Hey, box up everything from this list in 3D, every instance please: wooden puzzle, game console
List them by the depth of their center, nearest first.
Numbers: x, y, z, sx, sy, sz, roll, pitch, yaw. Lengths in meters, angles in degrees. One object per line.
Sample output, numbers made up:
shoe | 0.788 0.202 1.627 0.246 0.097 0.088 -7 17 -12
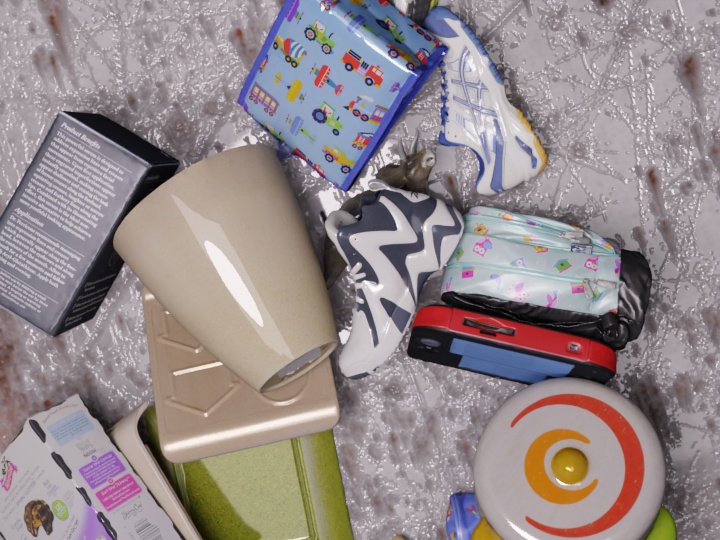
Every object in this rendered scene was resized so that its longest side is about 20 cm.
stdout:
game console | 0.146 0.086 1.338 0.199 0.177 0.031 14 72 3
wooden puzzle | -0.125 0.090 1.395 0.184 0.046 0.201 -13 66 1

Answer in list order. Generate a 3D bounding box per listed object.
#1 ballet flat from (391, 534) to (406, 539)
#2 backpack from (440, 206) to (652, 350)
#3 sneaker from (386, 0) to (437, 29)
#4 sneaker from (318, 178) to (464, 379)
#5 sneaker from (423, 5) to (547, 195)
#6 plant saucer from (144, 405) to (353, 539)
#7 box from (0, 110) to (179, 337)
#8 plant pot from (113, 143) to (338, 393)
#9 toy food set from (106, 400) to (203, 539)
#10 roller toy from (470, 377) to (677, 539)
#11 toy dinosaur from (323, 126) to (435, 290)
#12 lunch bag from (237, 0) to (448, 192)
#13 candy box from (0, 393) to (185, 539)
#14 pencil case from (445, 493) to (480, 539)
ballet flat | -0.026 0.346 1.435 0.199 0.069 0.063 -27 65 3
backpack | 0.182 0.012 1.347 0.199 0.167 0.127 13 74 5
sneaker | 0.030 -0.329 1.369 0.084 0.074 0.201 6 101 28
sneaker | 0.000 0.000 1.322 0.129 0.080 0.200 29 107 -11
sneaker | 0.108 -0.170 1.366 0.088 0.075 0.201 -31 92 6
plant saucer | -0.122 0.230 1.430 0.199 0.048 0.201 -11 94 5
box | -0.289 -0.050 1.366 0.107 0.148 0.201 31 96 1
plant pot | -0.112 0.011 1.316 0.187 0.187 0.200 -35 77 6
toy food set | -0.213 0.250 1.403 0.143 0.060 0.200 -36 85 41
roller toy | 0.198 0.203 1.301 0.199 0.140 0.183 -8 67 4
toy dinosaur | 0.016 -0.045 1.394 0.200 0.077 0.102 -40 79 11
lunch bag | -0.034 -0.181 1.352 0.150 0.094 0.200 38 124 3
candy box | -0.290 0.255 1.377 0.200 0.071 0.168 51 131 9
pencil case | 0.188 0.270 1.394 0.199 0.087 0.078 -3 138 5
